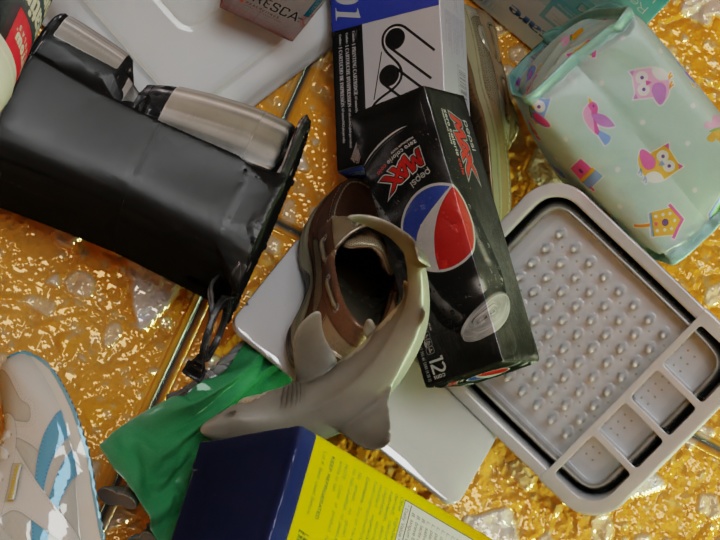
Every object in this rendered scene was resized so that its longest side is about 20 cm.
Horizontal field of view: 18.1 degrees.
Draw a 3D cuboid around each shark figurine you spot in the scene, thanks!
[{"bbox_3d":[0.009,0.066,1.459,0.128,0.215,0.090,21,32,-33],"label":"shark figurine"}]

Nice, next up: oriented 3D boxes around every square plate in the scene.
[{"bbox_3d":[-0.131,-0.205,1.671,0.200,0.028,0.198,-40,87,-28],"label":"square plate"}]

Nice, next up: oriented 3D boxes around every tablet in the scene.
[{"bbox_3d":[0.011,0.069,1.593,0.200,0.014,0.130,39,36,-1],"label":"tablet"}]

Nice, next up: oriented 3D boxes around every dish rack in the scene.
[{"bbox_3d":[0.155,0.053,1.603,0.200,0.044,0.172,44,105,4],"label":"dish rack"}]

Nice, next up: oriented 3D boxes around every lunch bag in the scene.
[{"bbox_3d":[0.192,-0.102,1.647,0.122,0.200,0.170,-41,97,1],"label":"lunch bag"}]

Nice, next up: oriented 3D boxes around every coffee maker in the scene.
[{"bbox_3d":[-0.156,-0.060,1.532,0.200,0.135,0.192,22,43,1],"label":"coffee maker"}]

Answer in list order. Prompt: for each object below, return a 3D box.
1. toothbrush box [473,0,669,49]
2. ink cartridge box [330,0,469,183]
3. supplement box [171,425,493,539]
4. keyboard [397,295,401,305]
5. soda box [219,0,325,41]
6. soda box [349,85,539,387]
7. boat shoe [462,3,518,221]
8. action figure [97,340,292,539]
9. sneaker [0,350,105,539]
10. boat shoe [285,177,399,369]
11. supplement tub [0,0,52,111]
[{"bbox_3d":[0.171,-0.247,1.697,0.146,0.200,0.085,39,63,-2],"label":"toothbrush box"},{"bbox_3d":[0.028,-0.169,1.668,0.044,0.094,0.201,25,59,-57],"label":"ink cartridge box"},{"bbox_3d":[-0.016,0.197,1.472,0.200,0.109,0.109,34,60,-31],"label":"supplement box"},{"bbox_3d":[0.036,-0.071,1.670,0.011,0.056,0.201,26,52,-57],"label":"keyboard"},{"bbox_3d":[-0.051,-0.269,1.672,0.063,0.068,0.200,23,49,-20],"label":"soda box"},{"bbox_3d":[0.058,-0.022,1.561,0.071,0.063,0.200,4,68,-63],"label":"soda box"},{"bbox_3d":[0.090,-0.112,1.688,0.064,0.071,0.201,8,66,-39],"label":"boat shoe"},{"bbox_3d":[-0.099,0.108,1.533,0.200,0.055,0.118,-47,121,-43],"label":"action figure"},{"bbox_3d":[-0.216,0.148,1.479,0.081,0.077,0.200,-10,69,-14],"label":"sneaker"},{"bbox_3d":[0.000,0.000,1.582,0.076,0.072,0.200,26,38,-18],"label":"boat shoe"},{"bbox_3d":[-0.277,-0.179,1.474,0.140,0.140,0.200,23,57,-10],"label":"supplement tub"}]
